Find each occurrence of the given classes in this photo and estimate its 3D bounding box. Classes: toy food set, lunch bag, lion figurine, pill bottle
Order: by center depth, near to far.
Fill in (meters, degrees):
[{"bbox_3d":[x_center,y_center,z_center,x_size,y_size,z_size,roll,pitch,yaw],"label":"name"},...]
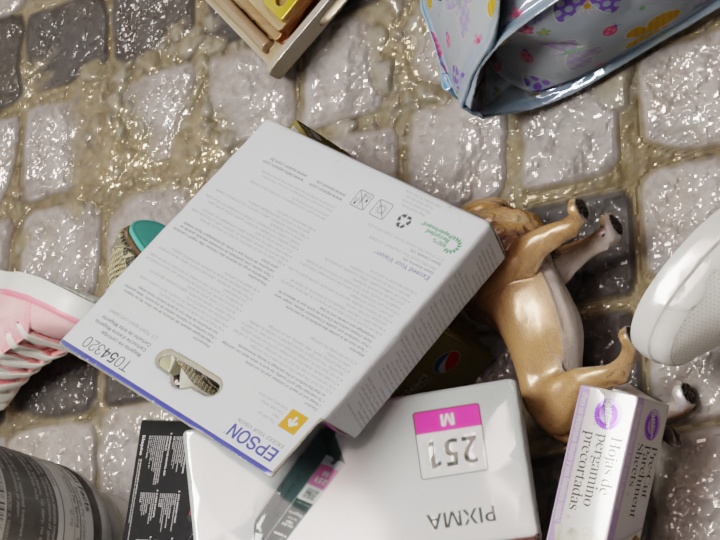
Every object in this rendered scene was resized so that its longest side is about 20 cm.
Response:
[{"bbox_3d":[0.111,0.036,1.270,0.122,0.072,0.201,-32,62,29],"label":"lion figurine"},{"bbox_3d":[0.115,-0.208,1.321,0.200,0.127,0.170,-30,57,30],"label":"lunch bag"},{"bbox_3d":[-0.232,0.171,1.370,0.113,0.200,0.114,-12,67,30],"label":"pill bottle"},{"bbox_3d":[-0.068,-0.242,1.493,0.144,0.060,0.200,-49,53,9],"label":"toy food set"}]

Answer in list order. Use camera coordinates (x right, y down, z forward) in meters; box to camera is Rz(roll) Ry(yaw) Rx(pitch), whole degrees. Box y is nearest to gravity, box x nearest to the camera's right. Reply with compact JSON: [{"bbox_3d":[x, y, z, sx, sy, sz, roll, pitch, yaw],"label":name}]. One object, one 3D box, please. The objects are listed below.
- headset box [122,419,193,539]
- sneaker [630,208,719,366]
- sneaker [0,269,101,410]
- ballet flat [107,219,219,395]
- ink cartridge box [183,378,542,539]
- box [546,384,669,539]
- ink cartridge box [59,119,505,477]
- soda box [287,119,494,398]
[{"bbox_3d":[-0.050,0.173,1.324,0.199,0.075,0.150,-2,73,33],"label":"headset box"},{"bbox_3d":[0.252,0.006,1.170,0.200,0.074,0.116,-40,55,2],"label":"sneaker"},{"bbox_3d":[-0.237,0.054,1.482,0.200,0.075,0.105,8,79,53],"label":"sneaker"},{"bbox_3d":[-0.112,0.044,1.428,0.200,0.068,0.076,44,121,42],"label":"ballet flat"},{"bbox_3d":[0.006,0.165,1.228,0.199,0.044,0.175,-9,73,5],"label":"ink cartridge box"},{"bbox_3d":[0.125,0.166,1.187,0.039,0.041,0.201,11,85,36],"label":"box"},{"bbox_3d":[-0.048,0.018,1.271,0.196,0.043,0.200,28,69,39],"label":"ink cartridge box"},{"bbox_3d":[0.000,0.000,1.357,0.064,0.068,0.200,-43,55,13],"label":"soda box"}]
